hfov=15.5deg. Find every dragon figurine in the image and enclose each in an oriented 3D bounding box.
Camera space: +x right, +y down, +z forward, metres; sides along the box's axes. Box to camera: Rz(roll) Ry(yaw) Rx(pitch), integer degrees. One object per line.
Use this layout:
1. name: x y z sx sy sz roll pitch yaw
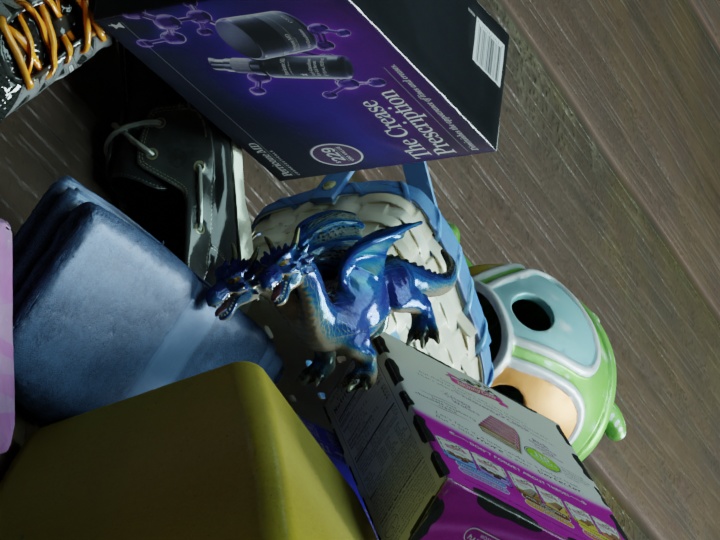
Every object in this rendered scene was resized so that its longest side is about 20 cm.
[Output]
1. dragon figurine: 0.000 0.000 1.438 0.200 0.059 0.100 -32 119 -42

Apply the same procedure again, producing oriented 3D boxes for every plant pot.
1. plant pot: -0.082 0.165 1.318 0.177 0.199 0.200 -92 157 -43

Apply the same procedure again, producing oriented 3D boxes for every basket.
1. basket: 0.008 0.013 1.603 0.200 0.139 0.177 -46 124 -50

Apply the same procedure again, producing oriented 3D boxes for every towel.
1. towel: -0.124 0.041 1.389 0.112 0.048 0.200 -56 141 -7

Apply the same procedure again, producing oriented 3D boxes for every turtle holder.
1. turtle holder: 0.093 0.047 1.776 0.132 0.141 0.186 38 49 -54

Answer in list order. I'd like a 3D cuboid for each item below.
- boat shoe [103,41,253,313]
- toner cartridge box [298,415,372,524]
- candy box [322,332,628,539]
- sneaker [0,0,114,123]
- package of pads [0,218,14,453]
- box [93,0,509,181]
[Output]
1. boat shoe: -0.108 -0.066 1.471 0.067 0.072 0.201 -5 85 -44
2. toner cartridge box: 0.004 0.157 1.496 0.200 0.095 0.043 29 15 -23
3. candy box: 0.065 0.120 1.433 0.136 0.061 0.200 28 14 -20
4. sneaker: -0.168 -0.128 1.356 0.200 0.077 0.078 -59 135 -53
5. package of pads: -0.234 0.016 1.167 0.200 0.075 0.121 21 64 -62
6. box: -0.027 -0.128 1.397 0.200 0.141 0.079 40 52 -53
